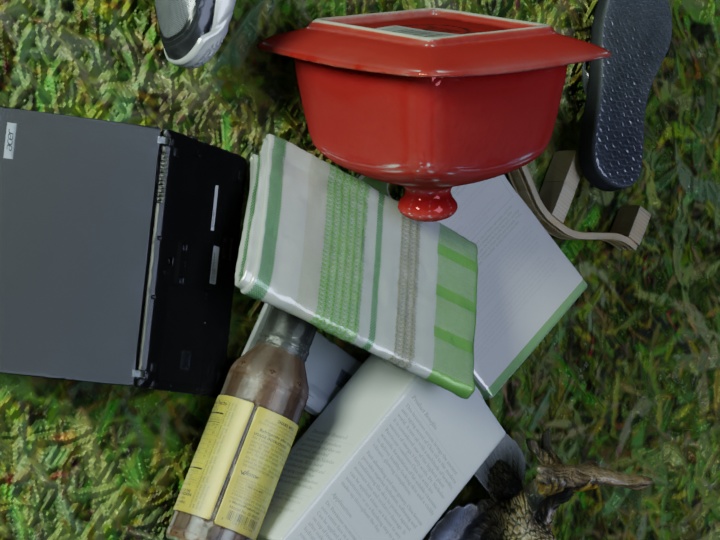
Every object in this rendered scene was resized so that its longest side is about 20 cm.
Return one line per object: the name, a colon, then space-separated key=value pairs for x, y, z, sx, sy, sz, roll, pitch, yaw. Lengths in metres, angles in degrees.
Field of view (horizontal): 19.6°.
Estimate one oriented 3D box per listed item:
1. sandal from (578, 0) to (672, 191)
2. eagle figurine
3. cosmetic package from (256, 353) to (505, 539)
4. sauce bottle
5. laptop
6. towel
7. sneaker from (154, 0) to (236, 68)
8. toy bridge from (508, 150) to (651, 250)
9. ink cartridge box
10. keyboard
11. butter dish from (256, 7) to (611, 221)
sandal: x=0.211 y=-0.163 z=1.754 sx=0.076 sy=0.043 sz=0.200 roll=27 pitch=67 yaw=-30
eagle figurine: x=0.124 y=0.236 z=1.651 sx=0.152 sy=0.151 sz=0.200 roll=24 pitch=108 yaw=1
cosmetic package: x=0.007 y=0.153 z=1.549 sx=0.200 sy=0.071 sz=0.101 roll=-48 pitch=121 yaw=-24
sauce bottle: x=-0.075 y=0.108 z=1.485 sx=0.065 sy=0.065 sz=0.200 roll=32 pitch=74 yaw=-37
laptop: x=-0.172 y=-0.009 z=1.440 sx=0.200 sy=0.103 sz=0.178 roll=15 pitch=80 yaw=-67
towel: x=0.000 y=0.000 z=1.515 sx=0.200 sy=0.031 sz=0.149 roll=28 pitch=45 yaw=-24
sneaker: x=-0.146 y=-0.240 z=1.420 sx=0.114 sy=0.075 sz=0.200 roll=6 pitch=81 yaw=-41
toy bridge: x=0.164 y=-0.067 z=1.725 sx=0.200 sy=0.027 sz=0.067 roll=36 pitch=68 yaw=-36
ink cartridge box: x=0.073 y=-0.016 z=1.635 sx=0.200 sy=0.048 sz=0.146 roll=51 pitch=57 yaw=-12
keyboard: x=-0.013 y=0.092 z=1.584 sx=0.200 sy=0.011 sz=0.056 roll=37 pitch=62 yaw=-36
butter dish: x=0.051 y=-0.109 z=1.524 sx=0.199 sy=0.200 sz=0.148 roll=-10 pitch=108 yaw=-41
